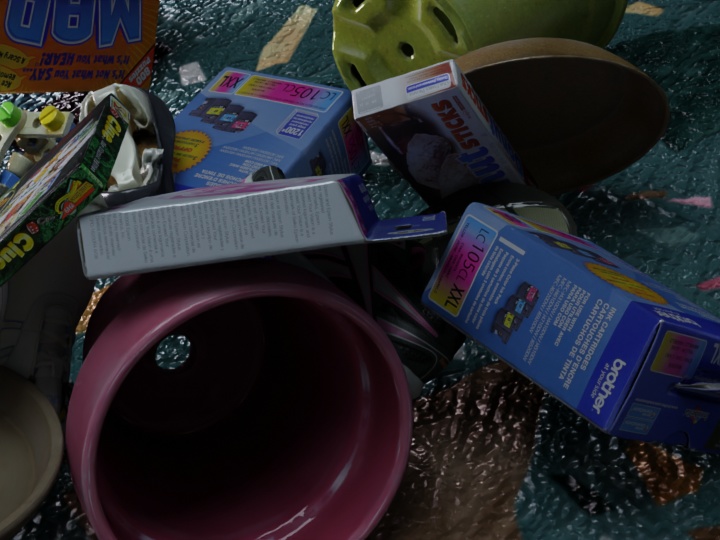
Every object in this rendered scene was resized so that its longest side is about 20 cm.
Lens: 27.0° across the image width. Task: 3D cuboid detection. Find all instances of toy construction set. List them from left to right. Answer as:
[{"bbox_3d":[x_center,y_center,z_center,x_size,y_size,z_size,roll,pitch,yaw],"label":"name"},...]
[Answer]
[{"bbox_3d":[-0.322,-0.103,1.263,0.132,0.092,0.199,-54,40,-6],"label":"toy construction set"}]

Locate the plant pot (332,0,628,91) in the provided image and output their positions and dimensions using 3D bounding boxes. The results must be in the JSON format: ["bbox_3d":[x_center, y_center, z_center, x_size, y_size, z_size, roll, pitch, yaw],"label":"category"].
[{"bbox_3d":[0.077,-0.202,1.140,0.199,0.202,0.184,14,40,31],"label":"plant pot"}]

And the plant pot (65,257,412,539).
[{"bbox_3d":[-0.091,0.075,0.919,0.199,0.202,0.179,-26,26,-12],"label":"plant pot"}]

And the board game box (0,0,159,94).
[{"bbox_3d":[-0.313,-0.275,1.317,0.198,0.202,0.199,18,18,34],"label":"board game box"}]

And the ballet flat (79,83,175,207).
[{"bbox_3d":[-0.169,-0.093,1.081,0.072,0.074,0.201,-16,41,-1],"label":"ballet flat"}]

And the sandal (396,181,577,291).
[{"bbox_3d":[0.057,-0.001,1.048,0.199,0.057,0.080,-21,56,16],"label":"sandal"}]

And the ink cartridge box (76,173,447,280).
[{"bbox_3d":[-0.048,-0.034,0.885,0.198,0.044,0.196,-8,4,3],"label":"ink cartridge box"}]

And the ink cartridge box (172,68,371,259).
[{"bbox_3d":[-0.100,-0.061,1.144,0.135,0.077,0.200,13,50,31],"label":"ink cartridge box"}]

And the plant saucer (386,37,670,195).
[{"bbox_3d":[0.114,-0.109,1.044,0.198,0.200,0.036,-8,65,9],"label":"plant saucer"}]

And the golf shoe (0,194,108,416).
[{"bbox_3d":[-0.198,0.048,0.933,0.097,0.078,0.201,41,109,38],"label":"golf shoe"}]

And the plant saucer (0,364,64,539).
[{"bbox_3d":[-0.264,0.111,0.831,0.198,0.030,0.201,3,32,-2],"label":"plant saucer"}]

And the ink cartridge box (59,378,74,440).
[{"bbox_3d":[-0.295,0.127,1.020,0.200,0.051,0.109,-38,45,-25],"label":"ink cartridge box"}]

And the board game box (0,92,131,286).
[{"bbox_3d":[-0.211,-0.013,0.858,0.200,0.023,0.105,-40,24,20],"label":"board game box"}]

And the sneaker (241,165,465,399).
[{"bbox_3d":[0.000,0.000,1.005,0.086,0.080,0.201,-37,68,-2],"label":"sneaker"}]

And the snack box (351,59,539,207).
[{"bbox_3d":[0.064,-0.079,1.024,0.071,0.200,0.025,-16,64,17],"label":"snack box"}]

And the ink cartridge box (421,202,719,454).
[{"bbox_3d":[0.154,0.042,0.899,0.200,0.136,0.077,38,107,43],"label":"ink cartridge box"}]
